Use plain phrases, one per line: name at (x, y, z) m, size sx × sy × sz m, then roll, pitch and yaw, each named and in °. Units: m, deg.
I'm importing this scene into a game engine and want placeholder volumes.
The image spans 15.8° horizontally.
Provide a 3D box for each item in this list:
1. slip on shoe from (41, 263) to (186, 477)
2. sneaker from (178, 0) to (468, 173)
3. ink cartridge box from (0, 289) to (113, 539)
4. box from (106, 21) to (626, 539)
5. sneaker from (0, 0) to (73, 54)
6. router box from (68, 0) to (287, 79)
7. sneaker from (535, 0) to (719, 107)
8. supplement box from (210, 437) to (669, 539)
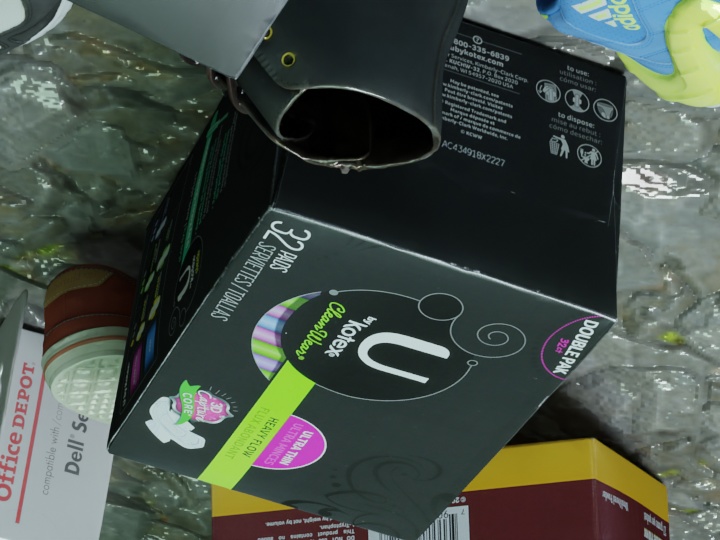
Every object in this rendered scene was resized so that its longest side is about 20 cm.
slip on shoe at (-0.081, 0.049, 1.210) m, size 0.074 × 0.061 × 0.200 m, roll -25°, pitch 149°, yaw 21°
sneaker at (-0.059, -0.104, 0.936) m, size 0.200 × 0.106 × 0.075 m, roll 9°, pitch 146°, yaw -3°
ink cartridge box at (-0.167, 0.108, 1.251) m, size 0.067 × 0.117 × 0.200 m, roll 16°, pitch 145°, yaw -15°
box at (0.000, 0.000, 1.063) m, size 0.148 × 0.124 × 0.200 m, roll 17°, pitch 143°, yaw -14°
sneaker at (-0.184, -0.093, 0.950) m, size 0.200 × 0.080 × 0.074 m, roll -8°, pitch 119°, yaw 44°
router box at (-0.054, -0.175, 0.818) m, size 0.149 × 0.051 × 0.200 m, roll 25°, pitch 118°, yaw -23°
sneaker at (0.121, -0.126, 0.903) m, size 0.105 × 0.076 × 0.200 m, roll 15°, pitch 145°, yaw -11°
supplement box at (0.044, 0.199, 1.247) m, size 0.197 × 0.200 × 0.133 m, roll -7°, pitch 163°, yaw 20°
